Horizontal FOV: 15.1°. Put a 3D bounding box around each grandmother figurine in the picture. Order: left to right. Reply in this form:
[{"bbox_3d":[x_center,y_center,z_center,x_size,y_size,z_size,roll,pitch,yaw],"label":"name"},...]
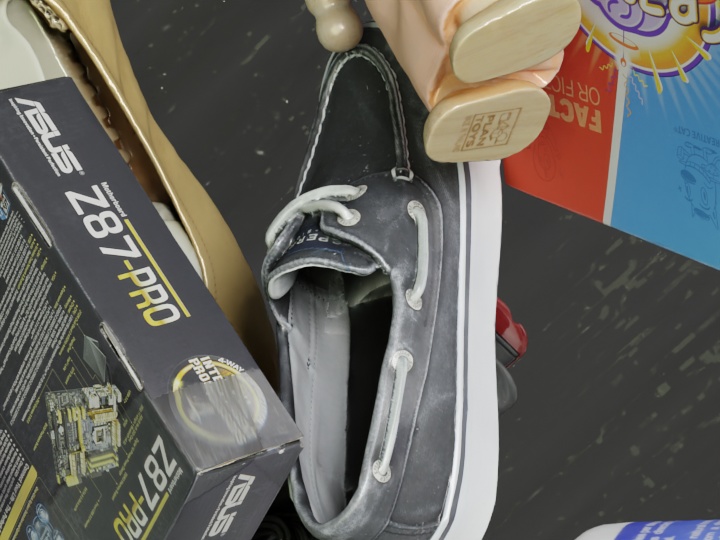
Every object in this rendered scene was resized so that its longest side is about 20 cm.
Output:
[{"bbox_3d":[0.002,-0.124,0.894,0.200,0.060,0.121,61,141,33],"label":"grandmother figurine"}]

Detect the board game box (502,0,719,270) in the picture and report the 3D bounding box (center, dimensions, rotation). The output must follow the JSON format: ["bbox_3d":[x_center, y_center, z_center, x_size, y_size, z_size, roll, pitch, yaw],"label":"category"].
[{"bbox_3d":[0.094,-0.106,0.835,0.153,0.040,0.200,25,128,53],"label":"board game box"}]

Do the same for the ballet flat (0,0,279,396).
[{"bbox_3d":[-0.096,-0.026,0.980,0.069,0.063,0.200,-29,87,24],"label":"ballet flat"}]

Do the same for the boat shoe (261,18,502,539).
[{"bbox_3d":[0.000,0.000,0.902,0.072,0.068,0.200,-20,61,40],"label":"boat shoe"}]

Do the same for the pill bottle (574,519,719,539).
[{"bbox_3d":[0.122,0.137,0.891,0.200,0.112,0.112,-4,97,23],"label":"pill bottle"}]

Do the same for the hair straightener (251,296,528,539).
[{"bbox_3d":[-0.026,0.083,0.960,0.200,0.077,0.041,-34,109,22],"label":"hair straightener"}]

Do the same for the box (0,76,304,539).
[{"bbox_3d":[-0.107,0.058,0.940,0.161,0.049,0.200,57,142,26],"label":"box"}]
